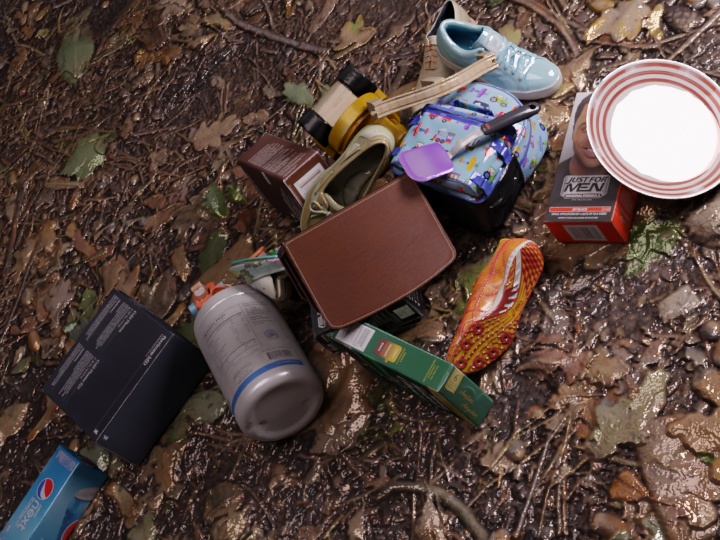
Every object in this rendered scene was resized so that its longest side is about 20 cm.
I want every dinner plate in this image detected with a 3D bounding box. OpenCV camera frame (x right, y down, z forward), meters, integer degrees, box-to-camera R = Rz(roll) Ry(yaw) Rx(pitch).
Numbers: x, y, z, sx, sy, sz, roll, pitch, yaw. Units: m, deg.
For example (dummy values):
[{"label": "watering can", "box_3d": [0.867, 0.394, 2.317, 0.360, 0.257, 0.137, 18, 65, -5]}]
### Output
[{"label": "dinner plate", "box_3d": [0.386, -0.179, 1.525, 0.198, 0.024, 0.202, 1, 70, -2]}]

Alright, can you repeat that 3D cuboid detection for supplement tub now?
[{"label": "supplement tub", "box_3d": [-0.146, 0.130, 1.689, 0.132, 0.132, 0.200, -41, 46, 7]}]

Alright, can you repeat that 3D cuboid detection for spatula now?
[{"label": "spatula", "box_3d": [0.147, -0.173, 1.562, 0.199, 0.021, 0.057, -27, 59, 0]}]

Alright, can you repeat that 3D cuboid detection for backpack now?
[{"label": "backpack", "box_3d": [0.158, -0.176, 1.655, 0.182, 0.135, 0.201, 25, 72, 30]}]

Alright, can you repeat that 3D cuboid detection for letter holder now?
[{"label": "letter holder", "box_3d": [0.010, -0.017, 1.595, 0.199, 0.101, 0.143, -30, 88, -10]}]

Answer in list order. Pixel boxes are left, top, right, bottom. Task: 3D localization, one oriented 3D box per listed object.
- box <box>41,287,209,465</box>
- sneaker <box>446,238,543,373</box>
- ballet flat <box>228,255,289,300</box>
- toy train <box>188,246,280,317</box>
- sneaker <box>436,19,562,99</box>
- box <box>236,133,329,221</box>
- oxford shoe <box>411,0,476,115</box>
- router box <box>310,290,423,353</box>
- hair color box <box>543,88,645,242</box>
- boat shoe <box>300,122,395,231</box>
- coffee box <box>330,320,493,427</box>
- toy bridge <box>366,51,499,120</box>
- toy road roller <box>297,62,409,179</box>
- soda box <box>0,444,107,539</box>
[{"label": "box", "box_3d": [-0.361, 0.162, 1.839, 0.182, 0.104, 0.201, 31, 83, 44]}, {"label": "sneaker", "box_3d": [0.172, 0.049, 1.571, 0.201, 0.073, 0.077, -57, 25, -13]}, {"label": "ballet flat", "box_3d": [-0.097, 0.002, 1.691, 0.199, 0.069, 0.072, -14, 81, 21]}, {"label": "toy train", "box_3d": [-0.188, 0.010, 1.813, 0.199, 0.056, 0.150, -36, 23, 8]}, {"label": "sneaker", "box_3d": [0.195, -0.308, 1.720, 0.199, 0.082, 0.074, 20, 76, 18]}, {"label": "box", "box_3d": [-0.103, -0.137, 1.800, 0.075, 0.100, 0.200, -41, 27, -10]}, {"label": "oxford shoe", "box_3d": [0.114, -0.319, 1.821, 0.070, 0.074, 0.201, 4, 65, 37]}, {"label": "router box", "box_3d": [0.000, 0.000, 1.712, 0.149, 0.062, 0.201, -25, 51, 22]}, {"label": "hair color box", "box_3d": [0.318, -0.138, 1.574, 0.101, 0.061, 0.201, 1, 63, 36]}, {"label": "boat shoe", "box_3d": [-0.021, -0.114, 1.666, 0.201, 0.073, 0.063, -50, 14, 21]}, {"label": "coffee box", "box_3d": [0.065, 0.129, 1.547, 0.199, 0.123, 0.044, 23, 76, 40]}, {"label": "toy bridge", "box_3d": [0.103, -0.254, 1.651, 0.199, 0.027, 0.067, -25, 16, -11]}, {"label": "toy road roller", "box_3d": [0.012, -0.199, 1.761, 0.146, 0.200, 0.123, 44, 95, 19]}, {"label": "soda box", "box_3d": [-0.477, 0.373, 1.815, 0.064, 0.068, 0.201, 27, 80, 41]}]
